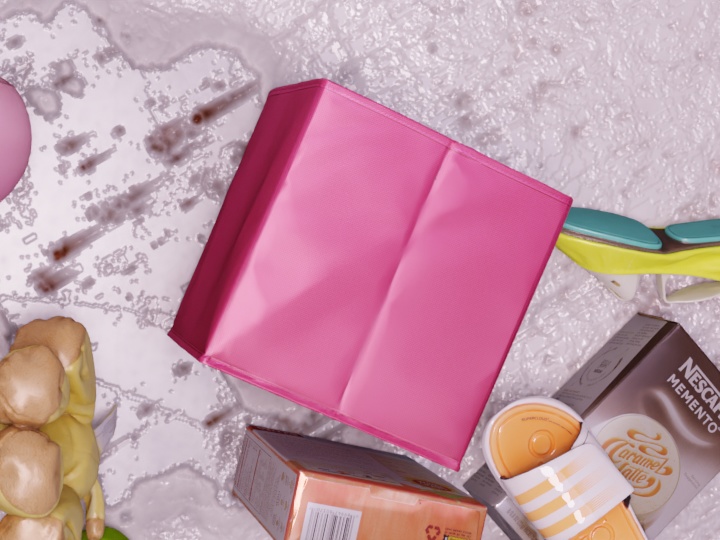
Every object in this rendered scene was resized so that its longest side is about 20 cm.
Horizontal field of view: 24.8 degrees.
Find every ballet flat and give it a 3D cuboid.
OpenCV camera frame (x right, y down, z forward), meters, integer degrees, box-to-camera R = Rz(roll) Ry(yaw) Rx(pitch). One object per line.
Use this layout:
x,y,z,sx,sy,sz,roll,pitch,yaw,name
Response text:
0.228,-0.008,1.278,0.198,0.067,0.068,2,113,-16,ballet flat

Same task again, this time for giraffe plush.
-0.265,0.117,1.115,0.161,0.200,0.174,0,88,4,giraffe plush

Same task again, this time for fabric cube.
0.000,0.000,1.149,0.199,0.196,0.201,24,87,-14,fabric cube

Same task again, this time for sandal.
0.170,0.179,1.188,0.079,0.059,0.207,-38,101,-8,sandal

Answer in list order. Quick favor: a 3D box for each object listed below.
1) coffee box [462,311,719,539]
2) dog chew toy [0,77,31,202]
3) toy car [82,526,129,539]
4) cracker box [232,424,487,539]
0.194,0.143,1.264,0.200,0.080,0.114,-44,102,-8,coffee box
-0.305,-0.047,1.115,0.124,0.125,0.201,23,95,-14,dog chew toy
-0.160,0.312,1.154,0.156,0.164,0.202,14,102,-14,toy car
-0.007,0.161,1.153,0.133,0.200,0.058,13,91,-14,cracker box
